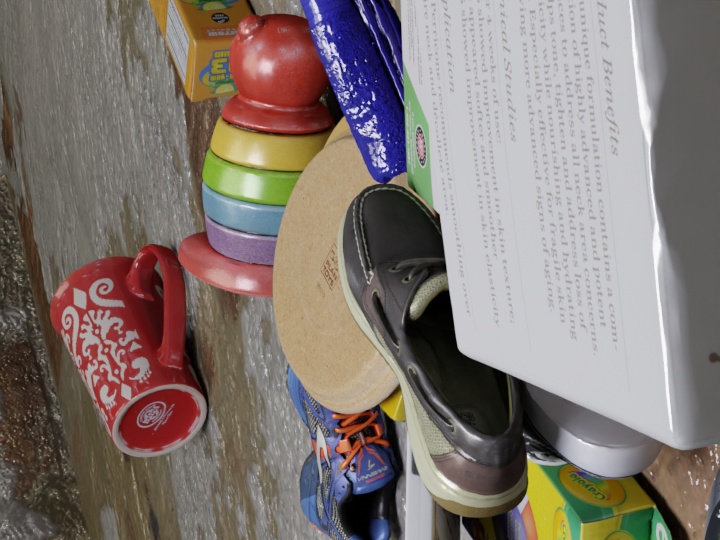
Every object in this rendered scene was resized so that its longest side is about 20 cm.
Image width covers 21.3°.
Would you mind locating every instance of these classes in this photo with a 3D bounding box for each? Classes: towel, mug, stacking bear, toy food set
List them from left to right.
[{"bbox_3d":[-0.249,0.082,2.085,0.200,0.133,0.178,-119,24,-43],"label":"mug"},{"bbox_3d":[-0.063,-0.091,1.416,0.114,0.121,0.200,-131,43,-64],"label":"stacking bear"},{"bbox_3d":[0.000,0.000,1.277,0.200,0.049,0.198,42,120,53],"label":"toy food set"},{"bbox_3d":[0.001,-0.156,1.142,0.148,0.049,0.200,-51,-60,-76],"label":"towel"}]

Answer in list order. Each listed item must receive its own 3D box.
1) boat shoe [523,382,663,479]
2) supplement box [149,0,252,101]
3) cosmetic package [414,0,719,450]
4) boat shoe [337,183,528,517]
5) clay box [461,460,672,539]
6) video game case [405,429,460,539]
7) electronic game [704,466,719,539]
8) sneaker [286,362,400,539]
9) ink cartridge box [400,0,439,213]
[{"bbox_3d":[0.102,0.068,0.990,0.200,0.072,0.068,-127,36,-63],"label":"boat shoe"},{"bbox_3d":[-0.140,-0.231,1.660,0.069,0.066,0.200,102,153,-43],"label":"supplement box"},{"bbox_3d":[0.132,-0.048,0.667,0.200,0.166,0.168,-158,60,-72],"label":"cosmetic package"},{"bbox_3d":[0.042,0.025,0.955,0.066,0.072,0.201,107,152,-47],"label":"boat shoe"},{"bbox_3d":[0.109,0.141,1.047,0.200,0.048,0.115,-125,29,-59],"label":"clay box"},{"bbox_3d":[0.044,0.100,1.108,0.143,0.017,0.200,73,-163,-61],"label":"video game case"},{"bbox_3d":[0.199,0.155,0.764,0.200,0.042,0.200,164,90,-70],"label":"electronic game"},{"bbox_3d":[-0.003,0.124,1.401,0.078,0.075,0.200,43,148,49],"label":"sneaker"},{"bbox_3d":[0.090,-0.084,0.931,0.200,0.084,0.145,-133,38,-63],"label":"ink cartridge box"}]
